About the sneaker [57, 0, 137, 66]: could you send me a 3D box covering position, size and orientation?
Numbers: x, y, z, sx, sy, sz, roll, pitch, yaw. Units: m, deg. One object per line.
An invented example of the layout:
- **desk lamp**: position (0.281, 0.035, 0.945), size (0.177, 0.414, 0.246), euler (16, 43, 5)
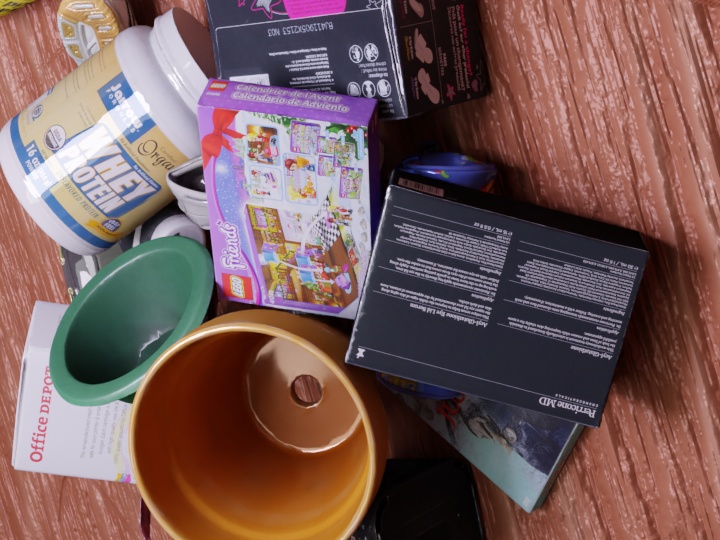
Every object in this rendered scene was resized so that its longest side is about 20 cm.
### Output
- **sneaker**: position (-0.231, -0.195, 1.563), size (0.075, 0.088, 0.201), euler (6, 133, 5)

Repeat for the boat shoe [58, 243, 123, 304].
- **boat shoe**: position (-0.251, 0.037, 1.646), size (0.060, 0.071, 0.204), euler (-12, 88, 46)

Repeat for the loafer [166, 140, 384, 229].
- **loafer**: position (-0.073, -0.079, 1.365), size (0.198, 0.070, 0.071), euler (-15, 55, 31)

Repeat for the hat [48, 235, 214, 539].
- **hat**: position (-0.161, 0.094, 1.453), size (0.199, 0.176, 0.167), euler (-29, 41, 17)

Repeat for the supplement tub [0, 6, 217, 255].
- **supplement tub**: position (-0.203, -0.123, 1.465), size (0.199, 0.145, 0.145), euler (-35, 78, 13)

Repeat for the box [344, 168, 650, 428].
- **box**: position (0.101, 0.020, 1.254), size (0.198, 0.079, 0.143), euler (15, 103, 0)

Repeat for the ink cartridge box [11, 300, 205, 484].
- **ink cartridge box**: position (-0.217, 0.118, 1.545), size (0.085, 0.198, 0.146), euler (-99, 20, -55)

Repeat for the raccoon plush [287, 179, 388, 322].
- **raccoon plush**: position (0.000, 0.000, 1.430), size (0.133, 0.097, 0.201), euler (-3, 129, 28)

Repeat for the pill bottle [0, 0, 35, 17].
- **pill bottle**: position (-0.365, -0.300, 1.611), size (0.199, 0.111, 0.113), euler (-13, 94, 43)

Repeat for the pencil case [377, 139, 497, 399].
- **pencil case**: position (0.056, 0.000, 1.333), size (0.086, 0.078, 0.202), euler (8, 102, 5)

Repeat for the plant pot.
- **plant pot**: position (-0.064, 0.117, 1.347), size (0.198, 0.183, 0.203), euler (3, 104, 13)

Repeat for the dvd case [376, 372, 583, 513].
- **dvd case**: position (0.100, 0.086, 1.387), size (0.200, 0.022, 0.147), euler (42, 126, 26)

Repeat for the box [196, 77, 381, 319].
- **box**: position (-0.052, -0.053, 1.315), size (0.135, 0.039, 0.201), euler (8, 132, 11)

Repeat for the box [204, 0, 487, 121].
- **box**: position (-0.012, -0.187, 1.340), size (0.199, 0.114, 0.134), euler (0, 104, 42)

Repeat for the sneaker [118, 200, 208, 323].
- **sneaker**: position (-0.198, 0.006, 1.598), size (0.112, 0.072, 0.202), euler (49, 138, 40)

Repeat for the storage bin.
- **storage bin**: position (0.038, 0.271, 1.419), size (0.093, 0.135, 0.202), euler (-5, 100, 41)
